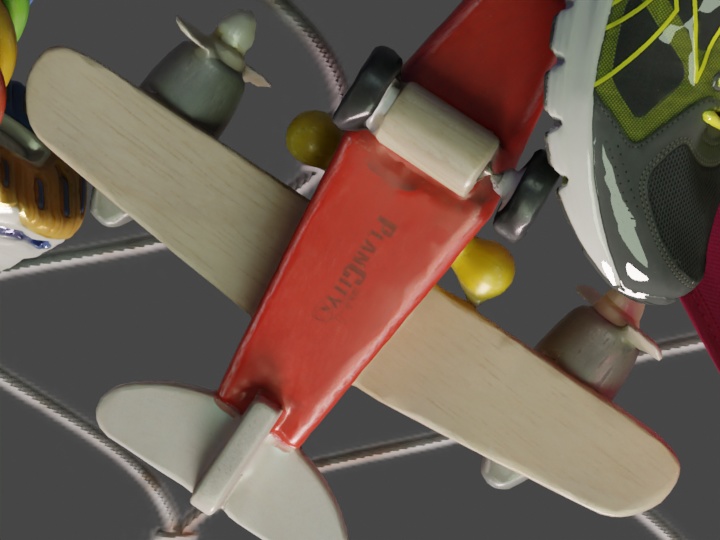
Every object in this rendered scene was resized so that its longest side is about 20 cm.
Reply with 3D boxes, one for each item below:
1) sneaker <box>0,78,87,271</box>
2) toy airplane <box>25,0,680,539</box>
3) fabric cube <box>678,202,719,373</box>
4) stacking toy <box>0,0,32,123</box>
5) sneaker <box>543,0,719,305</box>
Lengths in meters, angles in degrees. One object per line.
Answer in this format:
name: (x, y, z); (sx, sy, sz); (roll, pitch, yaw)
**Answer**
sneaker: (-0.187, -0.054, 0.884); (0.088, 0.075, 0.200); (-27, 129, 29)
toy airplane: (0.000, 0.000, 0.894); (0.199, 0.141, 0.200); (-10, 109, 17)
fabric cube: (0.250, 0.007, 0.846); (0.200, 0.196, 0.199); (-39, 153, 30)
stacking toy: (-0.128, -0.077, 0.773); (0.085, 0.200, 0.085); (-2, 137, -2)
sneaker: (0.109, -0.087, 0.795); (0.084, 0.074, 0.200); (7, 97, 26)
